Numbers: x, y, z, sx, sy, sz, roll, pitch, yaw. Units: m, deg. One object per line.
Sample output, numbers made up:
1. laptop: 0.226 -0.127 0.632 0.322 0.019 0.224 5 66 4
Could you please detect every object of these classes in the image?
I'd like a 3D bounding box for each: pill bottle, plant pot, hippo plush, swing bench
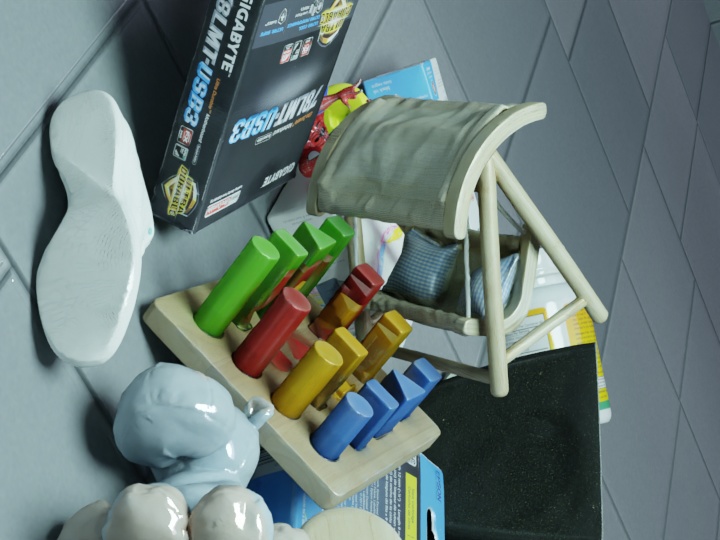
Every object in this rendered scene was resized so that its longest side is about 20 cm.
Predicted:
1. pill bottle: 0.207 0.079 1.798 0.112 0.112 0.203 -2 79 -64
2. plant pot: 0.129 0.201 1.460 0.200 0.175 0.202 77 13 -57
3. hippo plush: -0.094 0.148 1.075 0.200 0.158 0.162 49 37 -43
4. swing bench: 0.066 -0.030 1.302 0.129 0.198 0.202 -32 114 -28

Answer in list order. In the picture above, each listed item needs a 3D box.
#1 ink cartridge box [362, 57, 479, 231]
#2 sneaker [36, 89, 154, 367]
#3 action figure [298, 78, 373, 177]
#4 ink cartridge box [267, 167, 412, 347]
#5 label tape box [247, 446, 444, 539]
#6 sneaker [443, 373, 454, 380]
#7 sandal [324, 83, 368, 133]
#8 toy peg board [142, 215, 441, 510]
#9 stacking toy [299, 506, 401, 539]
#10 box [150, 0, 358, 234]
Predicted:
1. ink cartridge box: 0.067 -0.105 1.622 0.116 0.066 0.202 -47 121 -77
2. sneaker: -0.171 -0.020 1.111 0.089 0.074 0.202 56 29 -59
3. action figure: -0.024 -0.167 1.430 0.065 0.098 0.202 47 33 -42
4. ink cartridge box: 0.000 0.000 1.452 0.202 0.067 0.118 64 28 -25
5. label tape box: -0.011 0.197 1.302 0.199 0.066 0.145 36 46 -43
6. sneaker: 0.125 0.182 1.600 0.077 0.088 0.202 43 41 -50
7. sandal: 0.020 -0.085 1.532 0.087 0.079 0.203 -37 112 -67
8. toy peg board: -0.025 0.053 1.224 0.199 0.098 0.200 45 24 13
9. stacking toy: -0.024 0.257 1.177 0.201 0.084 0.086 107 -6 -50
10. box: -0.077 -0.146 1.259 0.200 0.049 0.201 -34 146 -63
